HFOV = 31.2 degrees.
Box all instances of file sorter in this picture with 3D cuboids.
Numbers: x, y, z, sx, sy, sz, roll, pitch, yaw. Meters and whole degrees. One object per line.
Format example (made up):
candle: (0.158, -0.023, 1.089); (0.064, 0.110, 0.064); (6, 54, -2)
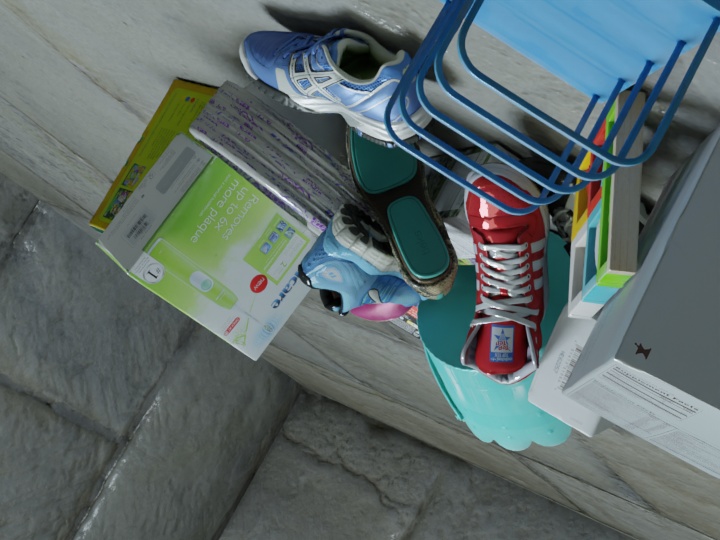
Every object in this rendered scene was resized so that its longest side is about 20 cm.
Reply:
file sorter: (0.109, -0.124, 0.801); (0.138, 0.123, 0.200); (31, 169, -7)

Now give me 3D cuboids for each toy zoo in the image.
toy zoo: (0.181, -0.040, 0.976); (0.020, 0.132, 0.200); (6, 168, 1)

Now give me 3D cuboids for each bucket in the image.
bucket: (0.161, 0.063, 1.312); (0.207, 0.207, 0.135); (20, 155, 41)

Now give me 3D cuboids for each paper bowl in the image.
paper bowl: (-0.060, -0.115, 1.261); (0.200, 0.104, 0.201); (39, 179, 1)

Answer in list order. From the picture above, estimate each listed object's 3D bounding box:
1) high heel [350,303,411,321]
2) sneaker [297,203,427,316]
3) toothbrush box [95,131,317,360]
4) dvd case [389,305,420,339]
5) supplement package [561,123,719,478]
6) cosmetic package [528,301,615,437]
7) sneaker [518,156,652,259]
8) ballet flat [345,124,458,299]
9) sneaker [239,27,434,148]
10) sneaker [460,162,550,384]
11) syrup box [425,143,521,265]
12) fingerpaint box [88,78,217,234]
high heel: (0.048, -0.002, 1.474); (0.199, 0.068, 0.096); (-16, 135, 37)
sneaker: (0.000, 0.000, 1.216); (0.079, 0.090, 0.200); (56, -167, 27)
toothbrush box: (-0.146, -0.023, 1.331); (0.200, 0.146, 0.086); (40, 177, -43)
dvd case: (0.052, 0.000, 1.557); (0.146, 0.022, 0.200); (30, 146, -3)
supplement package: (0.259, 0.026, 0.901); (0.147, 0.192, 0.200); (27, 170, 5)
cosmetic package: (0.239, 0.073, 1.167); (0.074, 0.102, 0.200); (30, -159, 26)
sneaker: (0.208, -0.022, 1.098); (0.200, 0.089, 0.074); (31, 170, 1)
ballet flat: (0.035, -0.062, 1.165); (0.075, 0.068, 0.201); (78, 172, -69)
sneaker: (-0.022, -0.175, 1.089); (0.199, 0.076, 0.077); (23, 145, 30)
sneaker: (0.119, 0.012, 1.083); (0.071, 0.113, 0.200); (2, 138, 20)
syrup box: (0.099, -0.058, 1.230); (0.081, 0.079, 0.200); (32, 169, -16)
fingerpaint box: (-0.188, -0.102, 1.452); (0.166, 0.201, 0.073); (18, 166, 43)
